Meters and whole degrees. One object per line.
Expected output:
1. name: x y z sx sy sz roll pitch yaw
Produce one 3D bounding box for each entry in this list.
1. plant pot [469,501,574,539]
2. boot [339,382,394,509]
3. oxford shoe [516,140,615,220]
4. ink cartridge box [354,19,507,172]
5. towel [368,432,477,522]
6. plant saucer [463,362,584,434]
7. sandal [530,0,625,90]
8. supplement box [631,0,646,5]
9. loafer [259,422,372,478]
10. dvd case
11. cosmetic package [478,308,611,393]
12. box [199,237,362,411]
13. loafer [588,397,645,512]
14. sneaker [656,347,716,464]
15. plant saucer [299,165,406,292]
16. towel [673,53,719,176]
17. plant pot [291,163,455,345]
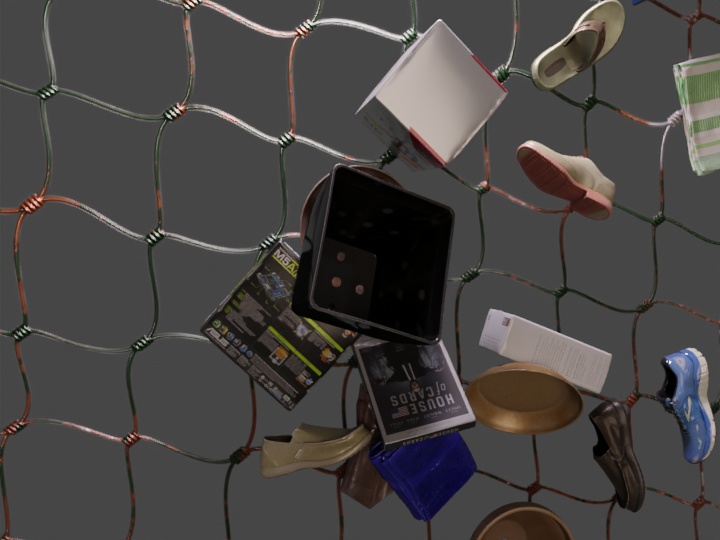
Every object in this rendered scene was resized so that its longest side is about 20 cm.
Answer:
1. plant pot: 0.264 0.488 1.155 0.196 0.093 0.206 -1 95 -11
2. boot: 0.066 0.296 1.122 0.182 0.064 0.205 7 94 -9
3. oxford shoe: 0.353 -0.167 1.147 0.198 0.071 0.075 34 67 -14
4. ink cartridge box: 0.098 -0.252 1.018 0.145 0.200 0.145 41 89 -10
5. towel: 0.111 0.315 1.093 0.147 0.049 0.202 -38 127 -9
6. plant saucer: 0.269 0.208 1.113 0.197 0.201 0.036 22 49 -11
7. sandal: 0.376 -0.376 1.132 0.200 0.057 0.080 -42 100 -5
8. supplement box: 0.540 -0.588 1.108 0.196 0.134 0.204 -22 98 -8
9. loafer: -0.077 0.276 1.067 0.196 0.076 0.070 -19 87 10
10. dvd case: 0.079 0.175 1.062 0.147 0.202 0.025 -12 137 -10
11. cosmetic package: 0.311 0.135 1.135 0.196 0.102 0.076 20 89 -10
12. box: -0.120 0.087 1.064 0.200 0.048 0.194 42 94 -10
13. loafer: 0.448 0.332 1.195 0.070 0.073 0.205 -13 88 -4
14. sneaker: 0.580 0.247 1.214 0.087 0.079 0.205 -7 87 -3
15. plant saucer: -0.003 -0.067 1.095 0.195 0.034 0.205 -1 94 -10
16. towel: 0.648 -0.286 1.207 0.149 0.023 0.204 -16 96 -10
17. plant pot: 0.000 0.000 0.968 0.196 0.177 0.204 17 69 -22
